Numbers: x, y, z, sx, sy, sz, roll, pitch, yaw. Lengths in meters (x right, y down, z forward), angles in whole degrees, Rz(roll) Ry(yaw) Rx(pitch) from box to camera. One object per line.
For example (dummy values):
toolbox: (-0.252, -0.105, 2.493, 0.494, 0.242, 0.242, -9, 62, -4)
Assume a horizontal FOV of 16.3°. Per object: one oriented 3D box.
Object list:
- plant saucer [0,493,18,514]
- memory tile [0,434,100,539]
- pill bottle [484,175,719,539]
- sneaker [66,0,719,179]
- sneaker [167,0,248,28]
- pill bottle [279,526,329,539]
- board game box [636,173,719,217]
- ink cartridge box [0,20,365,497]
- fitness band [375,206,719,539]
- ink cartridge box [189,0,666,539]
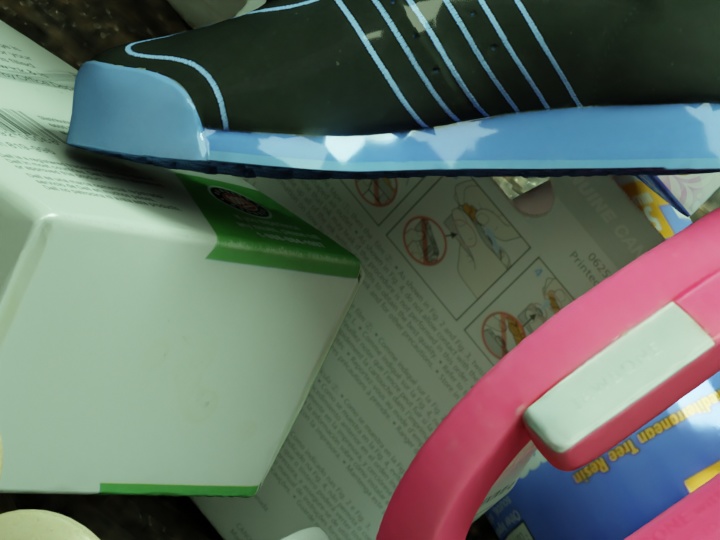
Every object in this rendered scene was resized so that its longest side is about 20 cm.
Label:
plant saucer: (-0.180, 0.094, 0.677, 0.198, 0.029, 0.202, 8, 64, -18)
memory tile: (-0.164, 0.061, 0.622, 0.153, 0.017, 0.200, -42, 83, 6)
pill bottle: (0.100, 0.072, 0.836, 0.111, 0.112, 0.201, -23, 75, -29)
sneaker: (0.020, -0.064, 0.674, 0.198, 0.070, 0.079, -1, 90, -4)
sneaker: (-0.046, -0.179, 0.915, 0.075, 0.088, 0.202, -5, 72, -25)
pill bottle: (0.010, 0.182, 0.745, 0.112, 0.112, 0.201, -28, 77, -30)
board game box: (0.017, -0.127, 0.798, 0.041, 0.200, 0.200, -45, 41, 1)
ink cartridge box: (-0.122, -0.019, 0.729, 0.199, 0.084, 0.146, 34, 15, 33)
fitness band: (0.091, 0.049, 0.711, 0.199, 0.144, 0.037, -31, 56, -14)
ink cartridge box: (0.000, 0.000, 0.782, 0.163, 0.200, 0.057, 50, 31, 8)
